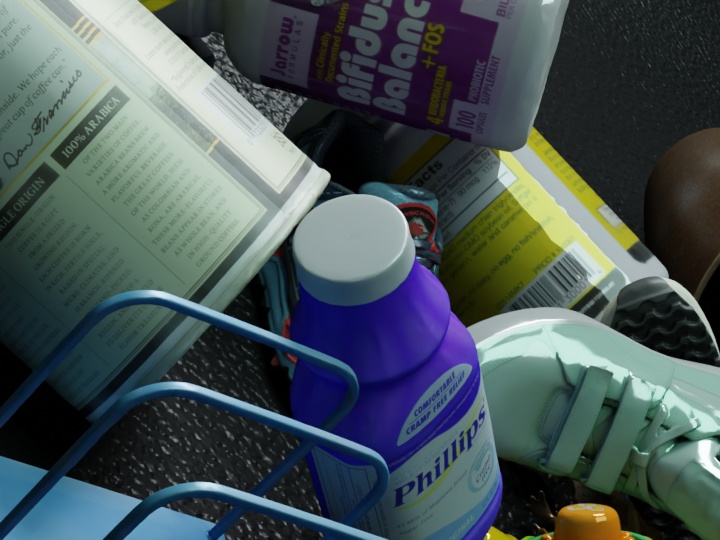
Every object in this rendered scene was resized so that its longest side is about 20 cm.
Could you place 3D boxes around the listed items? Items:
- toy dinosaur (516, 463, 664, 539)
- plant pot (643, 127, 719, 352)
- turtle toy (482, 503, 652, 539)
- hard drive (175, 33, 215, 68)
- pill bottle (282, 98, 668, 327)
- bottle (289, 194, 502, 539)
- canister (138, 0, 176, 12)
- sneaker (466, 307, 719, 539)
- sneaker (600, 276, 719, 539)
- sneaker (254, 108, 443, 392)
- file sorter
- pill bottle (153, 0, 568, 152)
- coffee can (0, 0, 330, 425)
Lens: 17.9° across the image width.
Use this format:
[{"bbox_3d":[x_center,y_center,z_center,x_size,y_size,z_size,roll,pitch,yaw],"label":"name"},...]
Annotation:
[{"bbox_3d":[0.139,0.149,1.130,0.106,0.060,0.200,24,30,-56],"label":"toy dinosaur"},{"bbox_3d":[0.254,-0.009,1.434,0.187,0.187,0.200,31,14,-26],"label":"plant pot"},{"bbox_3d":[0.111,0.184,0.996,0.146,0.101,0.200,35,34,-20],"label":"turtle toy"},{"bbox_3d":[-0.160,-0.129,1.128,0.135,0.042,0.200,52,27,15],"label":"hard drive"},{"bbox_3d":[0.059,-0.031,1.224,0.200,0.114,0.114,48,26,5],"label":"pill bottle"},{"bbox_3d":[0.012,0.052,0.958,0.065,0.200,0.084,28,59,31],"label":"bottle"},{"bbox_3d":[-0.137,-0.223,1.006,0.200,0.086,0.149,55,28,-33],"label":"canister"},{"bbox_3d":[0.130,0.079,1.051,0.200,0.074,0.118,10,21,-27],"label":"sneaker"},{"bbox_3d":[0.157,0.079,1.196,0.093,0.070,0.200,-106,177,-61],"label":"sneaker"},{"bbox_3d":[0.000,0.000,1.113,0.079,0.096,0.200,16,38,-43],"label":"sneaker"},{"bbox_3d":[-0.053,0.126,0.825,0.139,0.123,0.200,23,33,-38],"label":"file sorter"},{"bbox_3d":[0.000,-0.136,1.135,0.199,0.113,0.112,15,27,5],"label":"pill bottle"},{"bbox_3d":[-0.133,-0.053,0.939,0.200,0.146,0.146,43,26,-5],"label":"coffee can"}]
